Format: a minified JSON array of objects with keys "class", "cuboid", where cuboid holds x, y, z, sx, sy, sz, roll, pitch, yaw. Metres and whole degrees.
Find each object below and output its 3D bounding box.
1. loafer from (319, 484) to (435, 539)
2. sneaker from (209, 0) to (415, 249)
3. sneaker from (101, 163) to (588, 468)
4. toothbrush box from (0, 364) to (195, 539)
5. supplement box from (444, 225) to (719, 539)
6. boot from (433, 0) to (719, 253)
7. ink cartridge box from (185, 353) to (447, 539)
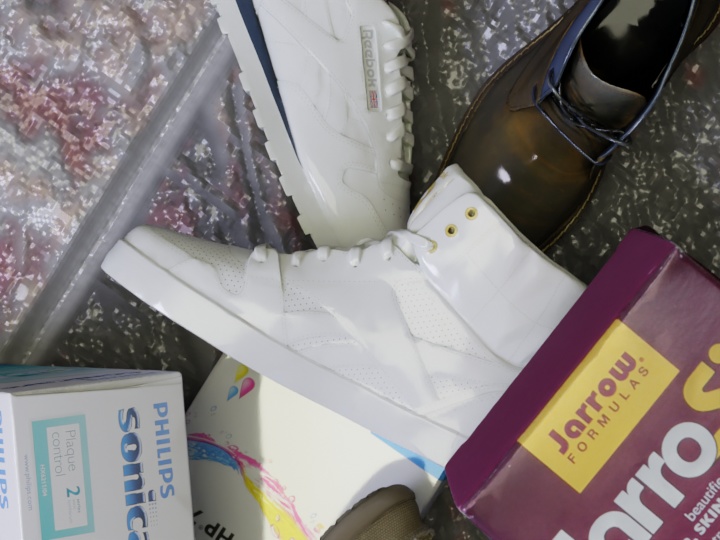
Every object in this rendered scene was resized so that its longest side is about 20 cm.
[{"class":"loafer","cuboid":[-0.019,0.185,0.837,0.067,0.076,0.201,30,83,11]},{"class":"sneaker","cuboid":[-0.007,-0.078,0.905,0.080,0.076,0.202,-22,87,3]},{"class":"sneaker","cuboid":[0.000,0.000,0.846,0.199,0.074,0.116,26,92,-3]},{"class":"toothbrush box","cuboid":[-0.155,0.118,0.881,0.199,0.085,0.148,-1,94,53]},{"class":"supplement box","cuboid":[0.149,0.096,0.771,0.200,0.103,0.131,39,94,-3]},{"class":"boot","cuboid":[0.085,-0.070,0.875,0.075,0.097,0.201,38,98,7]},{"class":"ink cartridge box","cuboid":[-0.037,0.110,0.921,0.116,0.067,0.201,33,97,7]}]
